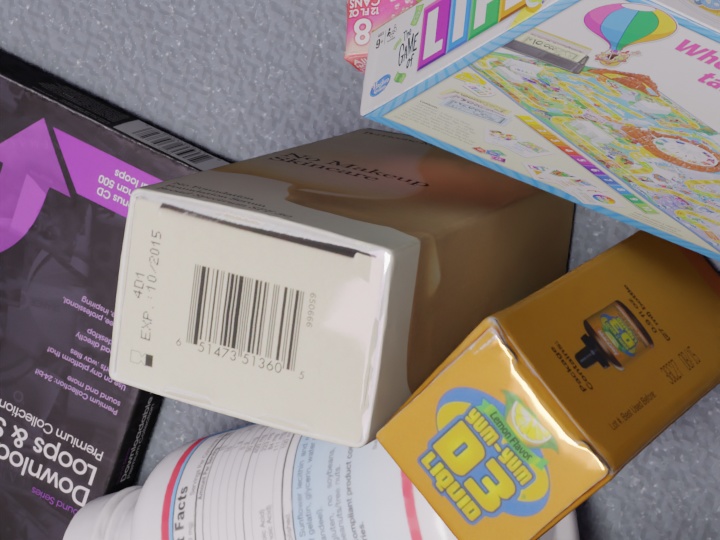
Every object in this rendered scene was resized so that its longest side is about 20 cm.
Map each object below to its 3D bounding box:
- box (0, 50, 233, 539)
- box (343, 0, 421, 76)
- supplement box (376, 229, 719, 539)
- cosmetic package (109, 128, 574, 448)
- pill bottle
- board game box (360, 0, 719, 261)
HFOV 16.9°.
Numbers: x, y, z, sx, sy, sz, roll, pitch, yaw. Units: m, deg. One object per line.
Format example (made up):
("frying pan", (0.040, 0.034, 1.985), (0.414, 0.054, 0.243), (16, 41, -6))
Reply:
("box", (-0.147, 0.019, 1.060), (0.142, 0.036, 0.201), (25, 110, 17))
("box", (0.102, -0.117, 0.878), (0.199, 0.095, 0.103), (-3, 77, 24))
("supplement box", (0.081, 0.039, 0.874), (0.069, 0.200, 0.067), (-42, 82, 24))
("cosmetic package", (0.000, 0.000, 0.902), (0.105, 0.200, 0.072), (13, 104, 19))
("pill bottle", (-0.020, 0.112, 0.978), (0.199, 0.109, 0.109), (-17, 93, 31))
("board game box", (0.119, -0.055, 0.831), (0.134, 0.199, 0.034), (-25, 51, 52))
